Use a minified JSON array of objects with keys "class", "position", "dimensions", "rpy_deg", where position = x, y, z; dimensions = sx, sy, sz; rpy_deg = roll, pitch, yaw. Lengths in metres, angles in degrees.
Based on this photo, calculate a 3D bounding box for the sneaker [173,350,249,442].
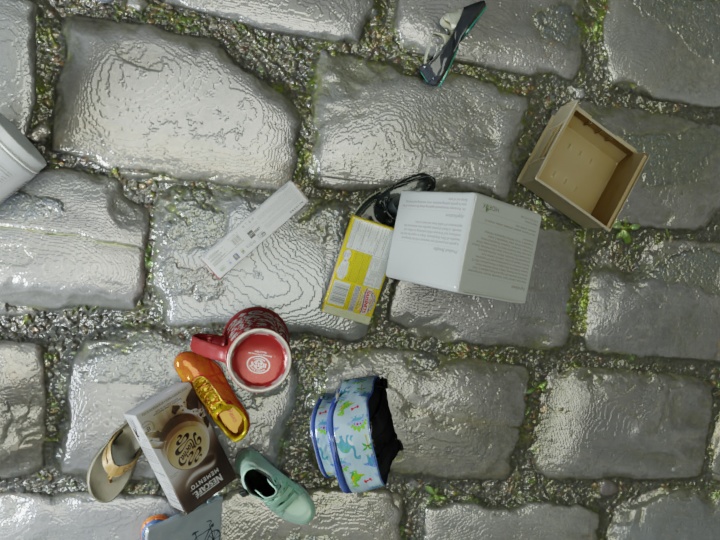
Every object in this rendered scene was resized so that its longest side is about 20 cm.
[{"class":"sneaker","position":[-0.272,0.231,1.122],"dimensions":[0.073,0.077,0.200],"rpy_deg":[-41,98,-6]}]

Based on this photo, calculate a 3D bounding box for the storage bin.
[{"class":"storage bin","position":[0.466,-0.218,1.253],"dimensions":[0.199,0.094,0.200],"rpy_deg":[31,86,-11]}]

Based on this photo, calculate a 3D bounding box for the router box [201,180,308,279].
[{"class":"router box","position":[-0.190,-0.072,1.074],"dimensions":[0.200,0.179,0.049],"rpy_deg":[-42,100,-7]}]

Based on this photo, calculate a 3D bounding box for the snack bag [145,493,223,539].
[{"class":"snack bag","position":[-0.326,0.531,1.093],"dimensions":[0.021,0.188,0.202],"rpy_deg":[4,93,32]}]

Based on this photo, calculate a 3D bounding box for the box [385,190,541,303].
[{"class":"box","position":[0.191,-0.045,1.118],"dimensions":[0.199,0.198,0.173],"rpy_deg":[11,90,-37]}]

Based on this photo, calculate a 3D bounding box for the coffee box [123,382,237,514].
[{"class":"coffee box","position":[-0.326,0.320,1.091],"dimensions":[0.113,0.080,0.202],"rpy_deg":[-31,101,-36]}]

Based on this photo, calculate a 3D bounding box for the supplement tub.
[{"class":"supplement tub","position":[-0.648,-0.161,0.996],"dimensions":[0.200,0.132,0.132],"rpy_deg":[-42,100,-8]}]

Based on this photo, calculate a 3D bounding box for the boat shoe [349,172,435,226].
[{"class":"boat shoe","position":[0.068,-0.130,1.184],"dimensions":[0.198,0.066,0.075],"rpy_deg":[-28,99,-9]}]

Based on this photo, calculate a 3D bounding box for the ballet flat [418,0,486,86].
[{"class":"ballet flat","position":[0.178,-0.466,1.194],"dimensions":[0.073,0.073,0.201],"rpy_deg":[31,88,-12]}]

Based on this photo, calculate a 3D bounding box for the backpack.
[{"class":"backpack","position":[-0.010,0.311,1.119],"dimensions":[0.145,0.200,0.185],"rpy_deg":[-13,97,9]}]

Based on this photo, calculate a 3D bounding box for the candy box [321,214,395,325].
[{"class":"candy box","position":[0.000,0.000,1.174],"dimensions":[0.101,0.026,0.202],"rpy_deg":[16,102,-14]}]

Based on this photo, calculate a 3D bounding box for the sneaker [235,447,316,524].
[{"class":"sneaker","position":[-0.158,0.430,1.133],"dimensions":[0.200,0.118,0.074],"rpy_deg":[45,82,-12]}]

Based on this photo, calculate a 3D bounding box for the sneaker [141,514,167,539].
[{"class":"sneaker","position":[-0.372,0.565,1.113],"dimensions":[0.075,0.078,0.202],"rpy_deg":[-15,95,-10]}]

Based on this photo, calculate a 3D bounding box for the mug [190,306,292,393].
[{"class":"mug","position":[-0.203,0.152,1.070],"dimensions":[0.176,0.200,0.135],"rpy_deg":[-23,97,-11]}]

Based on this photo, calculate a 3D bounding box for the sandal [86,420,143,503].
[{"class":"sandal","position":[-0.434,0.334,1.101],"dimensions":[0.080,0.054,0.201],"rpy_deg":[36,84,-12]}]
